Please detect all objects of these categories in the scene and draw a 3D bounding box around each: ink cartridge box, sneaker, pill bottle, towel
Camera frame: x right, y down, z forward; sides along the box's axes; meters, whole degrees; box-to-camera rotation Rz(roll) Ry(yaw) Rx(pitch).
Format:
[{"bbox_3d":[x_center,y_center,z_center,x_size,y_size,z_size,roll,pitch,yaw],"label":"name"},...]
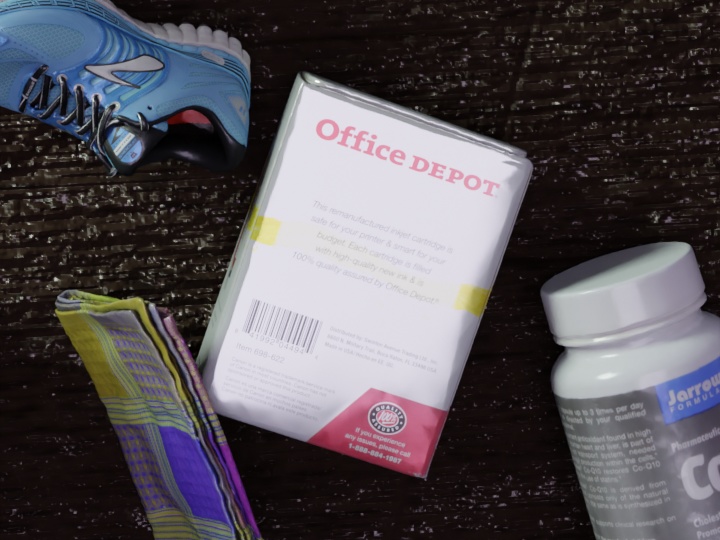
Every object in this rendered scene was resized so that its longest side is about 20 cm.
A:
[{"bbox_3d":[0.000,0.000,1.404,0.145,0.083,0.201,19,98,-7],"label":"ink cartridge box"},{"bbox_3d":[-0.144,-0.101,1.341,0.199,0.090,0.078,8,142,-30],"label":"sneaker"},{"bbox_3d":[0.179,0.092,1.428,0.113,0.114,0.201,-18,101,-2],"label":"pill bottle"},{"bbox_3d":[-0.115,0.102,1.392,0.023,0.143,0.201,-28,106,-27],"label":"towel"}]
